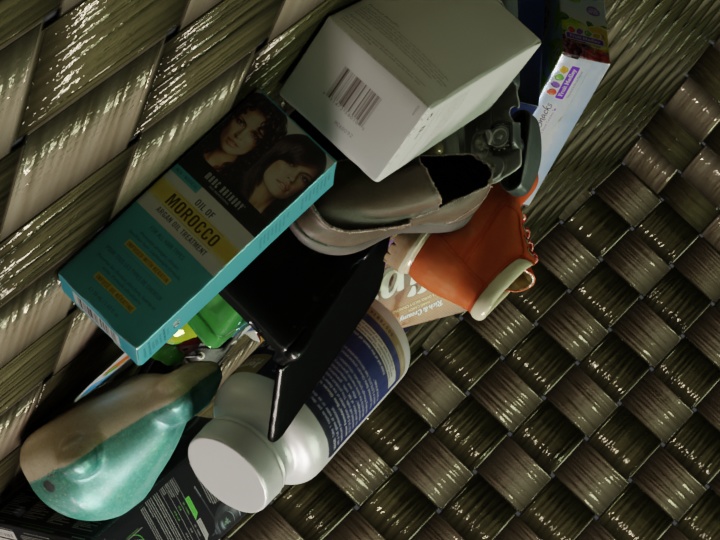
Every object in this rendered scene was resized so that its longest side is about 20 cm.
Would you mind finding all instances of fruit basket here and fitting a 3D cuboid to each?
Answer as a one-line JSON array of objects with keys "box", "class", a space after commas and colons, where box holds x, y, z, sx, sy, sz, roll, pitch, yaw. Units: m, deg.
[{"box": [-0.129, 0.030, 1.564, 0.200, 0.094, 0.185, -48, 173, 38], "class": "fruit basket"}]

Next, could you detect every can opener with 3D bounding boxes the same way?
[{"box": [0.117, -0.157, 1.589, 0.053, 0.200, 0.067, -15, 151, 31], "class": "can opener"}]

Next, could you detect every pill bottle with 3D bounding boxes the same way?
[{"box": [-0.054, 0.110, 1.598, 0.200, 0.111, 0.111, -46, 174, -37], "class": "pill bottle"}]

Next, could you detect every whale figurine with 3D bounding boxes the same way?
[{"box": [-0.195, 0.147, 1.610, 0.200, 0.104, 0.159, -27, -175, 30], "class": "whale figurine"}]

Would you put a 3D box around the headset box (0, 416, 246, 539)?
[{"box": [-0.215, 0.216, 1.758, 0.174, 0.093, 0.200, 2, -146, 46], "class": "headset box"}]

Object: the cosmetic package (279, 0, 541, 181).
[{"box": [0.042, -0.158, 1.452, 0.085, 0.108, 0.200, -53, 168, 34], "class": "cosmetic package"}]

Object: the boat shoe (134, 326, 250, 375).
[{"box": [-0.147, 0.064, 1.740, 0.200, 0.070, 0.066, -46, 166, -5], "class": "boat shoe"}]

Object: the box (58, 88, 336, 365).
[{"box": [-0.115, -0.031, 1.349, 0.200, 0.082, 0.049, -45, 172, -15], "class": "box"}]

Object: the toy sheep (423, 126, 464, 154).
[{"box": [0.035, -0.102, 1.622, 0.138, 0.138, 0.200, -50, 155, 25], "class": "toy sheep"}]

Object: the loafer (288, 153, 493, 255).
[{"box": [0.023, -0.066, 1.452, 0.200, 0.073, 0.071, -13, 160, -42], "class": "loafer"}]

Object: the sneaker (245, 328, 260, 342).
[{"box": [-0.050, -0.012, 1.825, 0.200, 0.075, 0.088, -54, 149, 6], "class": "sneaker"}]

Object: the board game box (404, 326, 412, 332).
[{"box": [-0.002, 0.028, 2.024, 0.165, 0.057, 0.200, -40, -158, -28], "class": "board game box"}]

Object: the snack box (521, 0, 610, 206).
[{"box": [0.167, -0.178, 1.750, 0.200, 0.053, 0.142, 117, -21, -48], "class": "snack box"}]

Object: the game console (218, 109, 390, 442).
[{"box": [-0.055, 0.000, 1.493, 0.116, 0.176, 0.200, -31, -161, 47], "class": "game console"}]

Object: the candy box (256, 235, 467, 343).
[{"box": [0.000, 0.000, 1.709, 0.200, 0.056, 0.117, -13, 121, -11], "class": "candy box"}]

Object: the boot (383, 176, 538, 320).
[{"box": [0.113, -0.029, 1.584, 0.200, 0.107, 0.075, -42, 164, -46], "class": "boot"}]

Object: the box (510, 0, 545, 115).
[{"box": [0.132, -0.178, 1.698, 0.121, 0.032, 0.200, 120, -21, -63], "class": "box"}]
